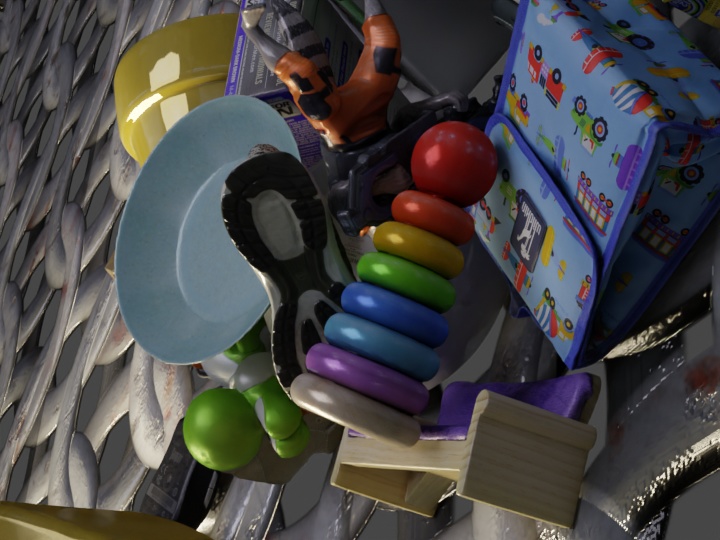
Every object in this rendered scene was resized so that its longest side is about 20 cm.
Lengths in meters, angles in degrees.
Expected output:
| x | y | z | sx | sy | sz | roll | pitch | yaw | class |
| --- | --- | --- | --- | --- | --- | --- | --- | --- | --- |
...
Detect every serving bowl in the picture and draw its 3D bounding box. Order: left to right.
| x | y | z | sx | sy | sz | roll | pitch | yaw | class |
| --- | --- | --- | --- | --- | --- | --- | --- | --- | --- |
| 0.006 | -0.010 | 1.238 | 0.199 | 0.066 | 0.201 | -11 | 67 | 27 | serving bowl |

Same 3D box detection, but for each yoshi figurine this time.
| x | y | z | sx | sy | sz | roll | pitch | yaw | class |
| --- | --- | --- | --- | --- | --- | --- | --- | --- | --- |
| -0.105 | 0.082 | 1.320 | 0.112 | 0.112 | 0.200 | -56 | 32 | 14 | yoshi figurine |

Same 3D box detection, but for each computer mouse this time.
| x | y | z | sx | sy | sz | roll | pitch | yaw | class |
| --- | --- | --- | --- | --- | --- | --- | --- | --- | --- |
| -0.130 | 0.173 | 1.568 | 0.140 | 0.046 | 0.201 | 11 | 79 | 58 | computer mouse |

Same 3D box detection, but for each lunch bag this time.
| x | y | z | sx | sy | sz | roll | pitch | yaw | class |
| --- | --- | --- | --- | --- | --- | --- | --- | --- | --- |
| 0.136 | -0.051 | 1.057 | 0.151 | 0.094 | 0.200 | 56 | 137 | 40 | lunch bag |

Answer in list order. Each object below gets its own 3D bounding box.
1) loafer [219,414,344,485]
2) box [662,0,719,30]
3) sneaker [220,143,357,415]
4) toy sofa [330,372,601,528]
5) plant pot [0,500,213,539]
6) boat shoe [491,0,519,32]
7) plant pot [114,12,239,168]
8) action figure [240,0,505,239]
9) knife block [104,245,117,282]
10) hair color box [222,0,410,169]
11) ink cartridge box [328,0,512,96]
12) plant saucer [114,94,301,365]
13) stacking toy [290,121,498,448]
| x | y | z | sx | sy | sz | roll | pitch | yaw | class |
| --- | --- | --- | --- | --- | --- | --- | --- | --- | --- |
| -0.031 | 0.099 | 1.365 | 0.200 | 0.068 | 0.076 | -39 | 35 | 24 | loafer |
| 0.236 | -0.245 | 1.041 | 0.070 | 0.064 | 0.201 | -28 | 45 | 58 | box |
| -0.033 | 0.001 | 1.134 | 0.089 | 0.077 | 0.201 | -95 | -10 | -64 | sneaker |
| 0.064 | 0.104 | 1.111 | 0.200 | 0.083 | 0.098 | -10 | 62 | 65 | toy sofa |
| -0.214 | 0.293 | 1.436 | 0.176 | 0.200 | 0.201 | -9 | 74 | 44 | plant pot |
| 0.131 | -0.144 | 1.190 | 0.062 | 0.073 | 0.200 | -61 | 29 | 12 | boat shoe |
| -0.121 | -0.105 | 1.610 | 0.201 | 0.200 | 0.190 | -41 | 51 | 49 | plant pot |
| 0.017 | -0.103 | 1.157 | 0.104 | 0.200 | 0.194 | -8 | 104 | 47 | action figure |
| -0.102 | -0.059 | 1.427 | 0.175 | 0.064 | 0.200 | -25 | 25 | 28 | knife block |
| -0.025 | -0.125 | 1.364 | 0.065 | 0.200 | 0.110 | -9 | 56 | 26 | hair color box |
| 0.023 | -0.223 | 1.393 | 0.088 | 0.145 | 0.200 | -49 | 23 | 0 | ink cartridge box |
| -0.101 | -0.026 | 1.261 | 0.201 | 0.039 | 0.202 | -16 | 66 | 39 | plant saucer |
| 0.032 | 0.003 | 1.064 | 0.201 | 0.085 | 0.085 | -67 | 22 | -4 | stacking toy |
